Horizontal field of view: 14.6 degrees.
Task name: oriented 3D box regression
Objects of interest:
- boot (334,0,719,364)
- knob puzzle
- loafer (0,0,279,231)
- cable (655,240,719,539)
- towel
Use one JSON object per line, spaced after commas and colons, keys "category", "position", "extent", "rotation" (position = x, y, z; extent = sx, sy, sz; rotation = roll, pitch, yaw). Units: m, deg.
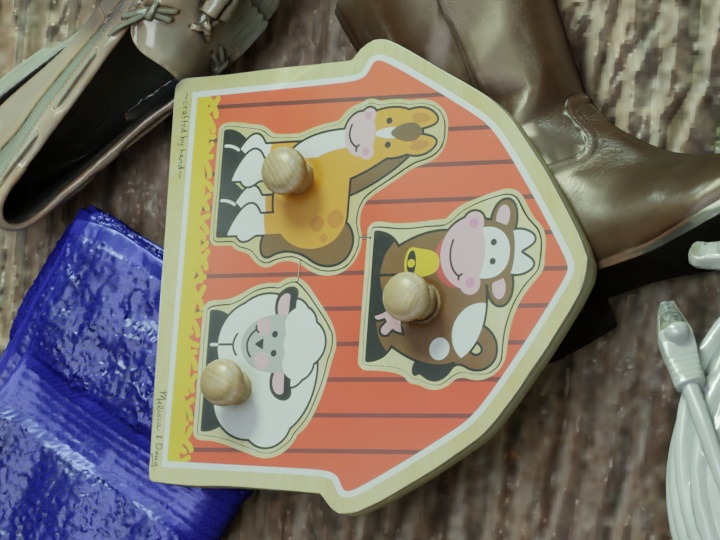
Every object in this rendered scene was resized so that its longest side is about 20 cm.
{"category": "boot", "position": [0.095, -0.084, 1.171], "extent": [0.186, 0.064, 0.201], "rotation": [-28, 65, 14]}
{"category": "knob puzzle", "position": [0.000, 0.000, 1.152], "extent": [0.218, 0.030, 0.221], "rotation": [-7, 76, 27]}
{"category": "loafer", "position": [-0.095, -0.091, 1.240], "extent": [0.200, 0.072, 0.063], "rotation": [-40, 38, 20]}
{"category": "cable", "position": [0.214, 0.081, 1.047], "extent": [0.199, 0.069, 0.201], "rotation": [-5, 67, 5]}
{"category": "towel", "position": [-0.121, 0.086, 1.233], "extent": [0.147, 0.050, 0.201], "rotation": [32, 93, 27]}
